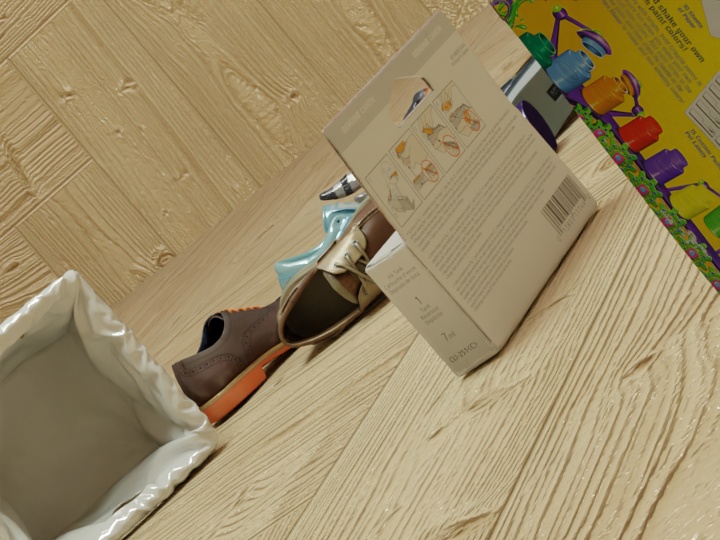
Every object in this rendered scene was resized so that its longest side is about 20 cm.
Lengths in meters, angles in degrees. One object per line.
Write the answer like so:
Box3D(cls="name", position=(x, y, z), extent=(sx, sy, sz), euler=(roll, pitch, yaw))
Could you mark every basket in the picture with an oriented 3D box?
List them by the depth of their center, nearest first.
Box3D(cls="basket", position=(-0.259, 0.141, 1.755), extent=(0.198, 0.200, 0.161), euler=(-42, 2, -12))

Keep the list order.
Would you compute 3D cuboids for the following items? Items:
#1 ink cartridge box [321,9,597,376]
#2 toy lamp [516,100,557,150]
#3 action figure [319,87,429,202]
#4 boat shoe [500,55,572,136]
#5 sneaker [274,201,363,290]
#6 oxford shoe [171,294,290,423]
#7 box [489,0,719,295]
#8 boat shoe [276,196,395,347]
Box3D(cls="ink cartridge box", position=(0.058, -0.055, 1.332), extent=(0.045, 0.177, 0.200), euler=(-35, 9, 38))
Box3D(cls="toy lamp", position=(0.079, -0.067, 1.771), extent=(0.199, 0.058, 0.058), euler=(-36, 9, 21))
Box3D(cls="action figure", position=(0.051, -0.111, 1.974), extent=(0.194, 0.104, 0.200), euler=(-53, -3, 14))
Box3D(cls="boat shoe", position=(0.174, -0.177, 1.847), extent=(0.200, 0.071, 0.091), euler=(-46, 13, -19))
Box3D(cls="sneaker", position=(0.007, -0.038, 1.853), extent=(0.200, 0.082, 0.074), euler=(-39, 8, 2))
Box3D(cls="oxford shoe", position=(-0.098, 0.054, 1.889), extent=(0.071, 0.073, 0.200), euler=(-34, 10, 46))
Box3D(cls="box", position=(0.193, -0.092, 0.773), extent=(0.122, 0.200, 0.192), euler=(-45, 9, -36))
Box3D(cls="boat shoe", position=(0.000, 0.000, 1.743), extent=(0.200, 0.076, 0.072), euler=(-47, 7, 28))
